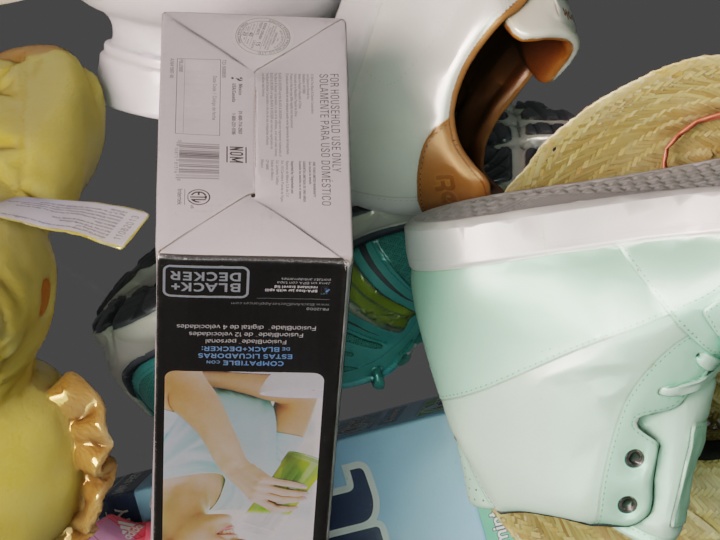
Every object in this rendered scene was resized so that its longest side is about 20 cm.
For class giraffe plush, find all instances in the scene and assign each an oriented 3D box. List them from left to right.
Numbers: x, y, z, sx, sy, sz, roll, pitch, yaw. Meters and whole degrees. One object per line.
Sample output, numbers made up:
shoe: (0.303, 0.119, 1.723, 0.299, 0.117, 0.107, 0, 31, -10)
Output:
giraffe plush: (-0.143, 0.029, 1.013, 0.200, 0.172, 0.162, 24, 134, 38)

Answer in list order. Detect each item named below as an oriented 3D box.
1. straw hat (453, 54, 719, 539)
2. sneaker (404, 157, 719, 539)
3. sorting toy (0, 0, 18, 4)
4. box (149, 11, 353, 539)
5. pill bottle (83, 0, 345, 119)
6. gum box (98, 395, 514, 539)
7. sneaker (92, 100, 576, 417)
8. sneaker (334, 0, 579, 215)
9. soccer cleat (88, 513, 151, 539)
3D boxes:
straw hat: (0.125, 0.015, 1.040, 0.201, 0.085, 0.201, 0, 106, 0)
sneaker: (0.121, 0.026, 0.959, 0.200, 0.074, 0.118, -7, 100, 12)
sorting toy: (-0.159, -0.166, 1.016, 0.180, 0.107, 0.200, 9, 103, 35)
box: (-0.039, 0.027, 0.974, 0.060, 0.117, 0.200, 2, 134, -4)
pill bottle: (-0.047, -0.154, 1.030, 0.111, 0.111, 0.200, 9, 102, 8)
gum box: (0.009, 0.141, 1.106, 0.200, 0.045, 0.170, -15, 96, 11)
sneaker: (0.000, 0.000, 1.080, 0.200, 0.078, 0.080, -26, 114, 18)
sneaker: (0.045, -0.112, 1.020, 0.085, 0.073, 0.200, 11, 82, 22)
soccer cleat: (-0.065, 0.122, 1.062, 0.200, 0.068, 0.073, -4, 93, 14)
